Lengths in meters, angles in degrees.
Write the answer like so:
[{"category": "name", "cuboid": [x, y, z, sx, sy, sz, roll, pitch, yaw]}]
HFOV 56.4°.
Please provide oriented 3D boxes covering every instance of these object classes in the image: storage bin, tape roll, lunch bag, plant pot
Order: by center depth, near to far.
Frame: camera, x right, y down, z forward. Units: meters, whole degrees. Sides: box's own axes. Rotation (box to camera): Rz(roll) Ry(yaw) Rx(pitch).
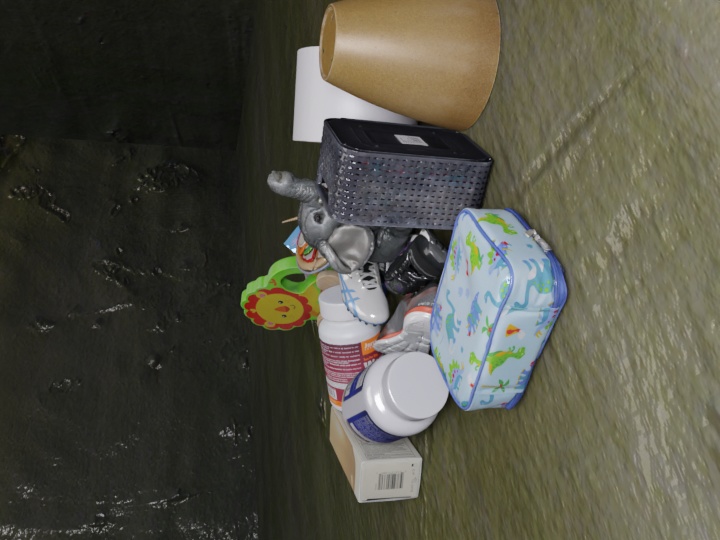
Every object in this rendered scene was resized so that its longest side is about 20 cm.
[{"category": "lunch bag", "cuboid": [0.143, 0.039, 0.750, 0.161, 0.081, 0.202, -115, 30, -53]}, {"category": "storage bin", "cuboid": [0.051, -0.125, 0.858, 0.136, 0.198, 0.095, -117, 32, -58]}, {"category": "plant pot", "cuboid": [0.052, -0.286, 0.875, 0.186, 0.198, 0.189, -179, 90, -72]}, {"category": "tape roll", "cuboid": [-0.005, -0.269, 1.062, 0.203, 0.200, 0.141, -145, 57, -70]}]

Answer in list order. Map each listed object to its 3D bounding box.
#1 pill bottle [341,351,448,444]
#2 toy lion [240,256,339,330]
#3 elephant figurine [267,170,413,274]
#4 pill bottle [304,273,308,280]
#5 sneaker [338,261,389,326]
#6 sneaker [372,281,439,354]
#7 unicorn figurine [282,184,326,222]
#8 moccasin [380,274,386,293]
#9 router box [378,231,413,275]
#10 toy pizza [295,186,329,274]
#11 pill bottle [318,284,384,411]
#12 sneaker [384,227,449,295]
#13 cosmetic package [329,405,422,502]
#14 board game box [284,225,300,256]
[{"category": "pill bottle", "cuboid": [0.051, 0.186, 0.986, 0.200, 0.118, 0.121, 130, 138, -65]}, {"category": "toy lion", "cuboid": [-0.129, 0.046, 1.255, 0.201, 0.189, 0.069, 95, 176, -51]}, {"category": "elephant figurine", "cuboid": [-0.031, -0.066, 0.977, 0.142, 0.198, 0.157, 136, 119, -69]}, {"category": "pill bottle", "cuboid": [-0.053, -0.010, 1.358, 0.200, 0.111, 0.114, 125, 143, -61]}, {"category": "sneaker", "cuboid": [0.000, 0.000, 1.080, 0.073, 0.071, 0.201, 105, 153, -49]}, {"category": "sneaker", "cuboid": [0.081, 0.077, 1.008, 0.200, 0.076, 0.083, 134, 154, -59]}, {"category": "unicorn figurine", "cuboid": [-0.075, -0.184, 1.453, 0.200, 0.074, 0.138, -50, -10, -30]}, {"category": "moccasin", "cuboid": [-0.005, 0.035, 1.252, 0.200, 0.079, 0.069, 131, 138, -64]}, {"category": "router box", "cuboid": [0.043, -0.102, 1.130, 0.149, 0.050, 0.203, -145, 53, -70]}, {"category": "toy pizza", "cuboid": [-0.055, -0.088, 1.131, 0.200, 0.032, 0.202, -39, 35, 34]}, {"category": "pill bottle", "cuboid": [-0.013, 0.133, 1.154, 0.110, 0.108, 0.202, -133, 33, -67]}, {"category": "sneaker", "cuboid": [0.076, 0.002, 0.897, 0.088, 0.076, 0.200, -45, 0, -2]}, {"category": "cosmetic package", "cuboid": [0.019, 0.296, 1.115, 0.200, 0.104, 0.072, -136, 49, -70]}, {"category": "board game box", "cuboid": [-0.086, -0.089, 1.369, 0.153, 0.040, 0.200, -51, -2, -4]}]
